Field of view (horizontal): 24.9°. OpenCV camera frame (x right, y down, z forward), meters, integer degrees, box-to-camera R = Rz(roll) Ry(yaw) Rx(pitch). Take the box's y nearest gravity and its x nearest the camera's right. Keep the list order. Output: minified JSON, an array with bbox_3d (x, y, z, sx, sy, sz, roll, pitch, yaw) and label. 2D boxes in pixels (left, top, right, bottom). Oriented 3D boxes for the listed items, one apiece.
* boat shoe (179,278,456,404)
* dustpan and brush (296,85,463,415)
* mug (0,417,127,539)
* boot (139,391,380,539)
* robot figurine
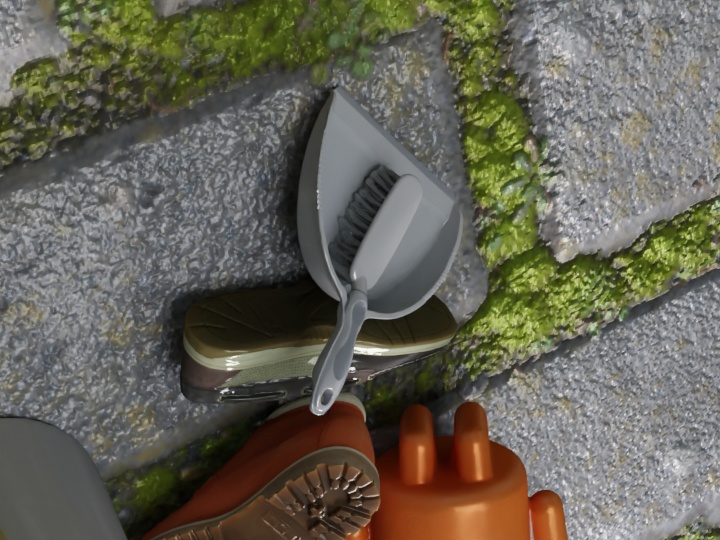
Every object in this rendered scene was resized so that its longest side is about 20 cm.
[{"bbox_3d":[-0.031,0.049,1.073,0.200,0.072,0.066,-5,134,-34],"label":"boat shoe"},{"bbox_3d":[0.000,0.000,1.029,0.139,0.057,0.201,40,67,-34],"label":"dustpan and brush"},{"bbox_3d":[-0.212,0.199,0.970,0.186,0.153,0.150,-38,125,-12],"label":"mug"},{"bbox_3d":[-0.073,0.154,1.085,0.200,0.107,0.075,-30,119,16],"label":"boot"},{"bbox_3d":[0.062,0.195,1.152,0.143,0.116,0.201,-17,111,-33],"label":"robot figurine"}]
